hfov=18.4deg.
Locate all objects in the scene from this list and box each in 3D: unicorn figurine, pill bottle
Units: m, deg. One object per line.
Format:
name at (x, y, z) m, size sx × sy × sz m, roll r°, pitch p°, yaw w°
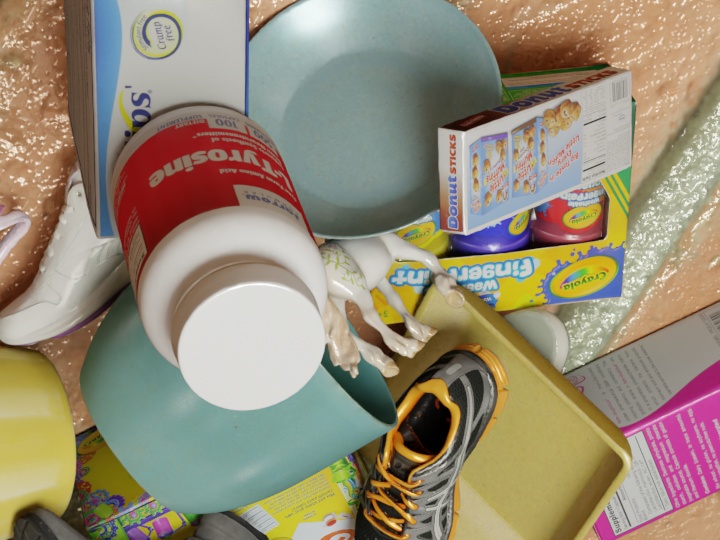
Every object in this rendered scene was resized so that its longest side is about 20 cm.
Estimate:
unicorn figurine at (0.000, 0.000, 1.547) m, size 0.137 × 0.200 × 0.074 m, roll 43°, pitch 104°, yaw 3°
pill bottle at (-0.082, -0.007, 1.317) m, size 0.112 × 0.200 × 0.113 m, roll -7°, pitch 122°, yaw -11°

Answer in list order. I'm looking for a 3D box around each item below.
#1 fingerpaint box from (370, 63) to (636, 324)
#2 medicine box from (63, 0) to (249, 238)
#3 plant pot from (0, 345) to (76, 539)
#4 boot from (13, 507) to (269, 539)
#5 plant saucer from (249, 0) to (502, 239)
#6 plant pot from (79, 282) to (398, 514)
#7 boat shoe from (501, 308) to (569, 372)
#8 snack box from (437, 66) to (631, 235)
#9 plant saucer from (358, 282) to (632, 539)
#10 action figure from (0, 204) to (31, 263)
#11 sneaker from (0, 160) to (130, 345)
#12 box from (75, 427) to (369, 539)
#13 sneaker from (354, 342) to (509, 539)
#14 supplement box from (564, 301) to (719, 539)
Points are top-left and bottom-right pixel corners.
fingerpaint box at (0.097, -0.056, 1.651) m, size 0.199 × 0.073 × 0.168 m, roll -5°, pitch 121°, yaw -12°
medicine box at (-0.137, -0.149, 1.458) m, size 0.102 × 0.200 × 0.183 m, roll -5°, pitch 121°, yaw -12°
plant pot at (-0.314, 0.128, 1.592) m, size 0.188 × 0.201 × 0.202 m, roll -6°, pitch 123°, yaw -31°
boot at (-0.143, 0.214, 1.595) m, size 0.200 × 0.070 × 0.132 m, roll 45°, pitch 59°, yaw -5°
plant saucer at (0.002, -0.106, 1.547) m, size 0.200 × 0.202 × 0.039 m, roll -24°, pitch 154°, yaw 0°
plant pot at (-0.096, 0.073, 1.545) m, size 0.161 × 0.201 × 0.201 m, roll -36°, pitch 122°, yaw 9°
boat shoe at (0.116, 0.091, 1.726) m, size 0.071 × 0.070 × 0.201 m, roll -15°, pitch 153°, yaw -38°
snack box at (0.123, -0.084, 1.521) m, size 0.200 × 0.024 × 0.072 m, roll -22°, pitch 118°, yaw -46°
plant saucer at (0.105, 0.126, 1.660) m, size 0.048 × 0.200 × 0.200 m, roll -29°, pitch 155°, yaw -42°
action figure at (-0.313, -0.006, 1.492) m, size 0.149 × 0.200 × 0.134 m, roll 32°, pitch 96°, yaw -14°
sneaker at (-0.195, -0.026, 1.605) m, size 0.200 × 0.075 × 0.100 m, roll -38°, pitch 103°, yaw 9°
box at (-0.090, 0.188, 1.716) m, size 0.199 × 0.122 × 0.193 m, roll -26°, pitch 123°, yaw 0°
sneaker at (0.037, 0.145, 1.603) m, size 0.077 × 0.078 × 0.201 m, roll -14°, pitch 127°, yaw -61°
supplement box at (0.252, 0.116, 1.778) m, size 0.199 × 0.101 × 0.104 m, roll -24°, pitch 124°, yaw 1°
